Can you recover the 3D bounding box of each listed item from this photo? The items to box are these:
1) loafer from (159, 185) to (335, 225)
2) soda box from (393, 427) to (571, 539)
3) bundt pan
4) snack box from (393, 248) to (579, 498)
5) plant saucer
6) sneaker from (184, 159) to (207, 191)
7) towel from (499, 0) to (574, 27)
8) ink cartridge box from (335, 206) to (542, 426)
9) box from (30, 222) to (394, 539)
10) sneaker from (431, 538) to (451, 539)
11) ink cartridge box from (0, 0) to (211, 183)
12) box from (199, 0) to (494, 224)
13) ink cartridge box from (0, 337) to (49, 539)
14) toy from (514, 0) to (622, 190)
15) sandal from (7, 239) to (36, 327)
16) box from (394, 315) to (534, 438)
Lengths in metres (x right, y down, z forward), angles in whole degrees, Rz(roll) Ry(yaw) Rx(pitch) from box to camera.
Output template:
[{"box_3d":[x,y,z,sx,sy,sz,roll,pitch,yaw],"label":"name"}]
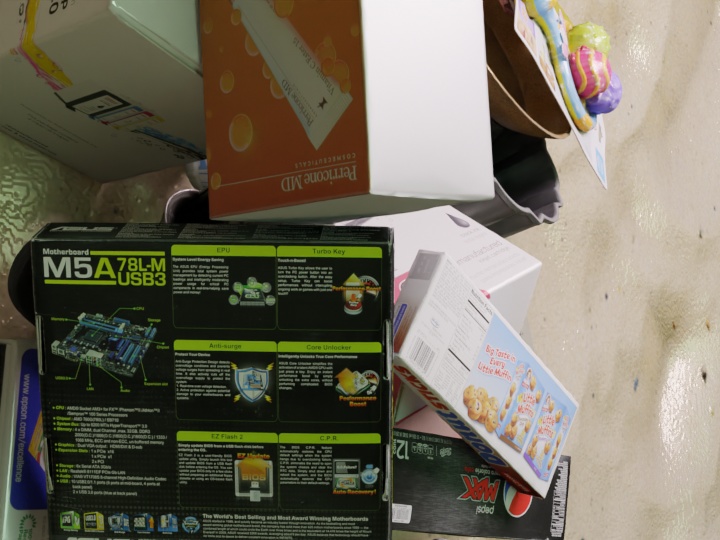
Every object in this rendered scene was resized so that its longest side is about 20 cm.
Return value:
[{"box_3d":[-0.099,-0.024,0.837,0.069,0.199,0.071,27,47,-37],"label":"loafer"},{"box_3d":[0.058,0.146,0.909,0.199,0.070,0.064,16,74,-45],"label":"soda box"},{"box_3d":[0.077,-0.108,1.082,0.202,0.075,0.203,43,29,-31],"label":"bundt pan"},{"box_3d":[0.079,0.070,0.846,0.200,0.024,0.072,46,60,-43],"label":"snack box"},{"box_3d":[0.102,-0.185,1.081,0.200,0.035,0.201,43,29,-31],"label":"plant saucer"},{"box_3d":[-0.070,-0.115,0.929,0.201,0.072,0.073,-81,170,-53],"label":"sneaker"},{"box_3d":[0.122,-0.290,1.165,0.143,0.023,0.202,5,58,-60],"label":"towel"},{"box_3d":[0.000,0.000,0.926,0.146,0.199,0.084,-25,139,-45],"label":"ink cartridge box"},{"box_3d":[-0.079,0.072,0.753,0.048,0.197,0.196,-79,169,-78],"label":"box"},{"box_3d":[0.064,0.315,1.060,0.080,0.076,0.203,13,70,-33],"label":"sneaker"},{"box_3d":[-0.135,-0.160,0.813,0.144,0.199,0.149,30,64,-40],"label":"ink cartridge box"},{"box_3d":[-0.011,-0.131,0.705,0.097,0.124,0.203,-1,86,-46],"label":"box"},{"box_3d":[-0.149,0.147,0.851,0.199,0.047,0.200,8,84,-45],"label":"ink cartridge box"},{"box_3d":[0.178,-0.173,1.092,0.200,0.047,0.116,47,36,-42],"label":"toy"},{"box_3d":[-0.124,0.049,0.810,0.199,0.043,0.077,34,79,-36],"label":"sandal"},{"box_3d":[0.038,0.103,1.024,0.199,0.108,0.129,-17,97,-46],"label":"box"}]
